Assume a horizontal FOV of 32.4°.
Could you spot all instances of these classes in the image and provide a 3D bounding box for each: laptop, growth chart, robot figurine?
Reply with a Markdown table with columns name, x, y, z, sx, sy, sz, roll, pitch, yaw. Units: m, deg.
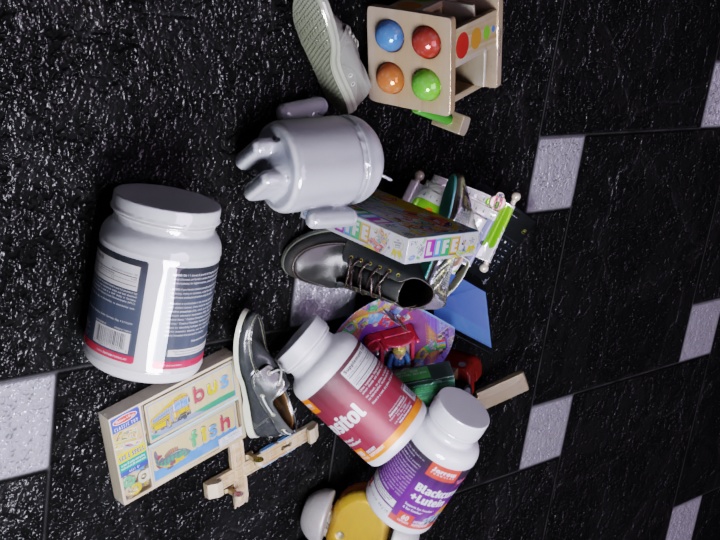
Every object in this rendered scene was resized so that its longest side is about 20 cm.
| name | x | y | z | sx | sy | sz | roll | pitch | yaw |
| --- | --- | --- | --- | --- | --- | --- | --- | --- | --- |
| laptop | 0.188 | -0.002 | 1.867 | 0.200 | 0.103 | 0.177 | -51 | 140 | 9 |
| growth chart | 0.125 | -0.062 | 1.751 | 0.199 | 0.018 | 0.146 | 12 | 104 | -31 |
| robot figurine | -0.053 | -0.134 | 1.540 | 0.198 | 0.113 | 0.171 | -8 | 82 | -32 |

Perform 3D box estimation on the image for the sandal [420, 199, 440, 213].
| name | x | y | z | sx | sy | sz | roll | pitch | yaw |
| --- | --- | --- | --- | --- | --- | --- | --- | --- | --- |
| sandal | 0.065 | -0.058 | 1.762 | 0.199 | 0.055 | 0.082 | -24 | 119 | -20 |

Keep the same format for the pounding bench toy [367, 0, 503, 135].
| name | x | y | z | sx | sy | sz | roll | pitch | yaw |
| --- | --- | --- | --- | --- | --- | --- | --- | --- | --- |
| pounding bench toy | 0.094 | -0.252 | 1.616 | 0.156 | 0.123 | 0.202 | -36 | 132 | -48 |

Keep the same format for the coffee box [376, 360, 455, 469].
| name | x | y | z | sx | sy | sz | roll | pitch | yaw |
| --- | --- | --- | --- | --- | --- | --- | --- | --- | --- |
| coffee box | 0.078 | 0.225 | 1.811 | 0.122 | 0.044 | 0.201 | -10 | 130 | -5 |

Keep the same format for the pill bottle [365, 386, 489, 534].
| name | x | y | z | sx | sy | sz | roll | pitch | yaw |
| --- | --- | --- | --- | --- | --- | --- | --- | --- | --- |
| pill bottle | 0.098 | 0.264 | 1.742 | 0.111 | 0.112 | 0.201 | -1 | 130 | -45 |

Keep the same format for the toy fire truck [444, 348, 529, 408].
| name | x | y | z | sx | sy | sz | roll | pitch | yaw |
| --- | --- | --- | --- | --- | --- | --- | --- | --- | --- |
| toy fire truck | 0.170 | 0.191 | 1.949 | 0.200 | 0.128 | 0.177 | -47 | 143 | -46 |

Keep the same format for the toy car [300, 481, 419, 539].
| name | x | y | z | sx | sy | sz | roll | pitch | yaw |
| --- | --- | --- | --- | --- | --- | --- | --- | --- | --- |
| toy car | -0.007 | 0.410 | 1.844 | 0.150 | 0.173 | 0.202 | -44 | 150 | -78 |

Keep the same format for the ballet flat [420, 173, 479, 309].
| name | x | y | z | sx | sy | sz | roll | pitch | yaw |
| --- | --- | --- | --- | --- | --- | --- | --- | --- | --- |
| ballet flat | 0.125 | -0.036 | 1.707 | 0.072 | 0.072 | 0.202 | -2 | 118 | -45 |

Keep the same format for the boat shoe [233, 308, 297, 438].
| name | x | y | z | sx | sy | sz | roll | pitch | yaw |
| --- | --- | --- | --- | --- | --- | --- | --- | --- | --- |
| boat shoe | -0.124 | 0.135 | 1.625 | 0.072 | 0.067 | 0.202 | -65 | 153 | -53 |

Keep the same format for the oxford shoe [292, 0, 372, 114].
| name | x | y | z | sx | sy | sz | roll | pitch | yaw |
| --- | --- | --- | --- | --- | --- | --- | --- | --- | --- |
| oxford shoe | -0.033 | -0.281 | 1.535 | 0.058 | 0.075 | 0.201 | -42 | 141 | -16 |

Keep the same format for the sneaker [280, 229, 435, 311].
| name | x | y | z | sx | sy | sz | roll | pitch | yaw |
| --- | --- | --- | --- | --- | --- | --- | --- | --- | --- |
| sneaker | 0.000 | 0.000 | 1.641 | 0.198 | 0.106 | 0.075 | 1 | 117 | -23 |

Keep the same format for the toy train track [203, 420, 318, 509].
| name | x | y | z | sx | sy | sz | roll | pitch | yaw |
| --- | --- | --- | --- | --- | --- | --- | --- | --- | --- |
| toy train track | -0.129 | 0.265 | 1.719 | 0.199 | 0.032 | 0.116 | -26 | 125 | -37 |

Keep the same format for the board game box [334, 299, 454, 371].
| name | x | y | z | sx | sy | sz | roll | pitch | yaw |
| --- | --- | --- | --- | --- | --- | --- | --- | --- | --- |
| board game box | 0.048 | 0.124 | 1.772 | 0.199 | 0.039 | 0.158 | 29 | 111 | -38 |

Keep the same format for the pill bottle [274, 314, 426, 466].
| name | x | y | z | sx | sy | sz | roll | pitch | yaw |
| --- | --- | --- | --- | --- | --- | --- | --- | --- | --- |
| pill bottle | -0.016 | 0.158 | 1.669 | 0.200 | 0.113 | 0.113 | 43 | 72 | -6 |

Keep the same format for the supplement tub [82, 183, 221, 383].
| name | x | y | z | sx | sy | sz | roll | pitch | yaw |
| --- | --- | --- | --- | --- | --- | --- | --- | --- | --- |
| supplement tub | -0.235 | 0.014 | 1.412 | 0.140 | 0.140 | 0.202 | -3 | 110 | -45 |

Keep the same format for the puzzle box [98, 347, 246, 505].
| name | x | y | z | sx | sy | sz | roll | pitch | yaw |
| --- | --- | --- | --- | --- | --- | --- | --- | --- | --- |
| puzzle box | -0.235 | 0.197 | 1.583 | 0.199 | 0.025 | 0.134 | -27 | 125 | -35 |

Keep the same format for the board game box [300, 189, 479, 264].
| name | x | y | z | sx | sy | sz | roll | pitch | yaw |
| --- | --- | --- | --- | --- | --- | --- | --- | --- | --- |
| board game box | 0.037 | -0.061 | 1.614 | 0.134 | 0.199 | 0.035 | -8 | 115 | -44 |
